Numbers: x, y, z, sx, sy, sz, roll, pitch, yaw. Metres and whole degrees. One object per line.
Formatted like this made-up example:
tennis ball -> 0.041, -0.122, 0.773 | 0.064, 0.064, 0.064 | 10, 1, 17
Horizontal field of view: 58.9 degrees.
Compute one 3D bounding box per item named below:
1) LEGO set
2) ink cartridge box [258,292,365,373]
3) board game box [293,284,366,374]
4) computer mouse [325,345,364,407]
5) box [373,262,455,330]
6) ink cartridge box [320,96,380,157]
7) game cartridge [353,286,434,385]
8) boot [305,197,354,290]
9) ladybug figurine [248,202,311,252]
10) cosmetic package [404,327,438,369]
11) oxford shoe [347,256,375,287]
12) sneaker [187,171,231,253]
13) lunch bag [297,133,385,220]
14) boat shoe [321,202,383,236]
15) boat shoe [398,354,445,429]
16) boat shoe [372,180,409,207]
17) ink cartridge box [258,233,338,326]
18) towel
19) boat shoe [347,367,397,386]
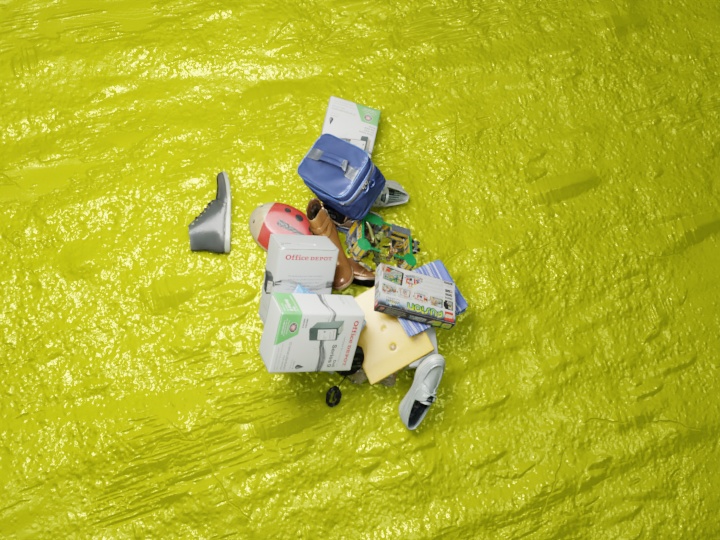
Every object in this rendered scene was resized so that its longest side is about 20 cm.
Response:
LEGO set -> 0.041, -0.047, 1.592 | 0.195, 0.116, 0.157 | 10, 52, -25
ink cartridge box -> -0.103, 0.133, 1.360 | 0.195, 0.084, 0.149 | 2, 116, -29
board game box -> -0.100, 0.137, 1.441 | 0.198, 0.037, 0.153 | 27, 102, -37
computer mouse -> -0.043, 0.247, 1.505 | 0.057, 0.203, 0.034 | 0, 39, -35
box -> 0.127, 0.061, 1.482 | 0.195, 0.035, 0.113 | 15, 58, -16
ink cartridge box -> -0.038, -0.328, 1.665 | 0.142, 0.084, 0.206 | 14, 76, -7
game cartridge -> 0.056, 0.141, 1.519 | 0.173, 0.032, 0.204 | -27, 76, -1
boot -> -0.076, -0.066, 1.518 | 0.075, 0.157, 0.203 | -16, 43, 8
ladybug figurine -> -0.185, -0.100, 1.594 | 0.196, 0.072, 0.139 | 24, 74, -5
cosmetic package -> 0.136, 0.140, 1.586 | 0.082, 0.108, 0.206 | -2, 77, -11
oxford shoe -> 0.000, 0.000, 1.611 | 0.194, 0.071, 0.073 | 8, 71, -8
sneaker -> -0.371, -0.146, 1.567 | 0.103, 0.075, 0.206 | 0, 79, -13
lunch bag -> -0.044, -0.221, 1.493 | 0.198, 0.132, 0.138 | 30, 84, 36
boat shoe -> -0.031, -0.133, 1.630 | 0.194, 0.072, 0.075 | 4, 77, -10
boat shoe -> 0.155, 0.295, 1.520 | 0.068, 0.072, 0.204 | 13, 118, -24
boat shoe -> 0.047, -0.198, 1.616 | 0.197, 0.075, 0.066 | -14, 35, -41
ink cartridge box -> -0.141, 0.028, 1.435 | 0.141, 0.084, 0.205 | 0, 115, -27
towel -> 0.157, 0.062, 1.525 | 0.197, 0.024, 0.147 | -21, 75, -34
boat shoe -> -0.004, 0.244, 1.553 | 0.194, 0.075, 0.071 | 4, 81, -3
